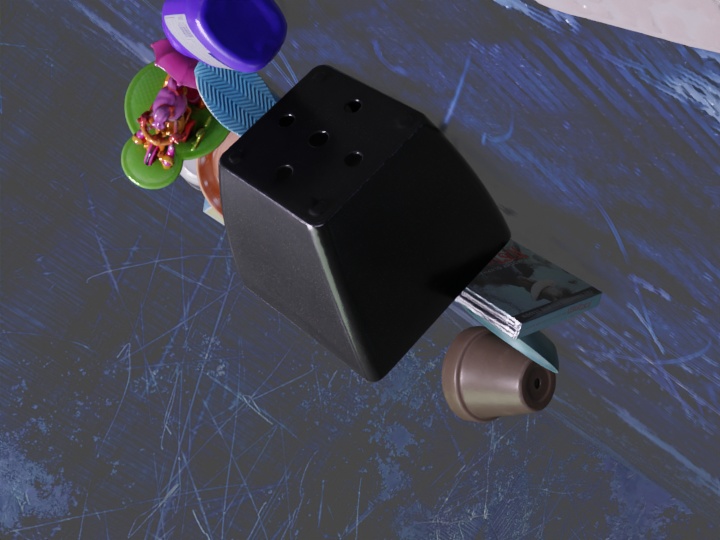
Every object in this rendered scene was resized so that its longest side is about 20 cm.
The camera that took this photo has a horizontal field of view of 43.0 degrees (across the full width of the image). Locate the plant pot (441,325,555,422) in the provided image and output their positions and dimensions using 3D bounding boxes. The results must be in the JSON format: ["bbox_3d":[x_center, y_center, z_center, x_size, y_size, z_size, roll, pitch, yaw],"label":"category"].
[{"bbox_3d":[0.292,0.218,1.838,0.200,0.201,0.174,38,160,-35],"label":"plant pot"}]

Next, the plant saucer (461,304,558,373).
[{"bbox_3d":[0.263,0.102,1.561,0.200,0.036,0.200,37,178,2],"label":"plant saucer"}]

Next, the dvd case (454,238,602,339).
[{"bbox_3d":[0.122,-0.005,0.914,0.146,0.022,0.200,-14,-141,-44],"label":"dvd case"}]

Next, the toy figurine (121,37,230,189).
[{"bbox_3d":[-0.241,-0.217,1.170,0.150,0.201,0.184,28,166,-6],"label":"toy figurine"}]

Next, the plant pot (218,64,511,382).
[{"bbox_3d":[-0.011,-0.059,0.820,0.200,0.200,0.178,35,163,33],"label":"plant pot"}]

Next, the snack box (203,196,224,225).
[{"bbox_3d":[-0.135,-0.116,1.418,0.116,0.200,0.037,36,-139,-35],"label":"snack box"}]

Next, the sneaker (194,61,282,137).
[{"bbox_3d":[-0.121,-0.186,1.119,0.200,0.077,0.081,39,178,-18],"label":"sneaker"}]

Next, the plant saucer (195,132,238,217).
[{"bbox_3d":[-0.143,-0.139,1.337,0.200,0.200,0.032,37,-142,-9],"label":"plant saucer"}]

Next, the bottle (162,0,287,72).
[{"bbox_3d":[-0.130,-0.217,0.799,0.083,0.065,0.200,38,177,-27],"label":"bottle"}]

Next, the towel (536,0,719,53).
[{"bbox_3d":[0.070,-0.126,0.239,0.191,0.032,0.200,33,176,42],"label":"towel"}]

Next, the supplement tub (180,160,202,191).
[{"bbox_3d":[-0.300,-0.231,1.834,0.140,0.141,0.200,36,177,-5],"label":"supplement tub"}]
